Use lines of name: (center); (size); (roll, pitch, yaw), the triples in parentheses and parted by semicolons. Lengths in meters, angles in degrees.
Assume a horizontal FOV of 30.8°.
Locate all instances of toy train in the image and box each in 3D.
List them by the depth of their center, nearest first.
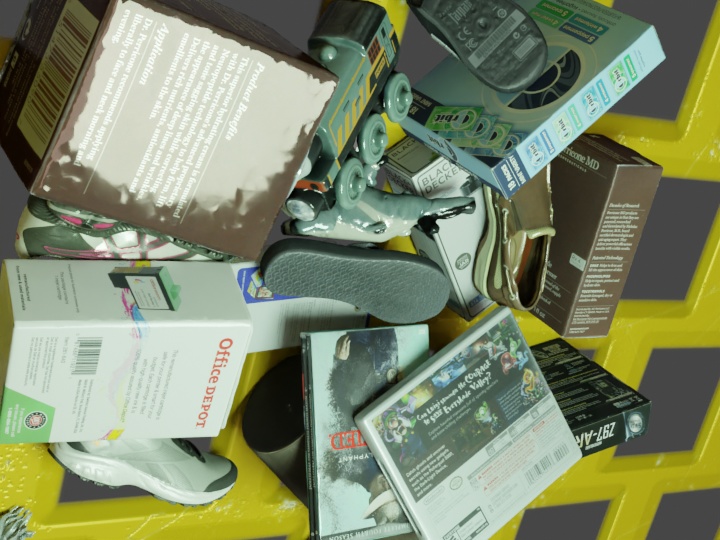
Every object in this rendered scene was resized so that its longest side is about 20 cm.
toy train: (-0.022, -0.141, 1.141); (0.200, 0.085, 0.114); (-63, 148, -30)

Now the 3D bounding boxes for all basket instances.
basket: (-0.016, 0.182, 1.329); (0.180, 0.136, 0.200); (-34, 128, 19)

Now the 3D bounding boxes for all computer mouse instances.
computer mouse: (0.103, -0.263, 1.179); (0.200, 0.046, 0.141); (39, 91, -5)

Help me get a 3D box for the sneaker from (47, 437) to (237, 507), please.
sneaker: (-0.193, 0.169, 1.240); (0.200, 0.074, 0.080); (22, 96, -40)

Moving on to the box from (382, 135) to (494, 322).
box: (0.107, -0.060, 1.324); (0.116, 0.060, 0.200); (-34, 129, -15)

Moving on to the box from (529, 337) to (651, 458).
box: (0.189, 0.149, 1.429); (0.199, 0.160, 0.044); (-15, 121, -28)

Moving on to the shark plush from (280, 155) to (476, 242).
shark plush: (0.008, -0.069, 1.205); (0.199, 0.091, 0.084); (5, 89, 3)

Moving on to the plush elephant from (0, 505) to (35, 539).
plush elephant: (-0.358, 0.295, 1.139); (0.199, 0.155, 0.165); (-20, 125, -23)

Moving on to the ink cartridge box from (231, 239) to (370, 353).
ink cartridge box: (-0.078, 0.025, 1.260); (0.199, 0.039, 0.100); (-5, 117, -31)

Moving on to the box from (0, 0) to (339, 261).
box: (-0.159, -0.133, 1.023); (0.200, 0.164, 0.166); (18, 105, -35)

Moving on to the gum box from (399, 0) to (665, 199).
gum box: (0.151, -0.175, 1.218); (0.200, 0.170, 0.045); (-42, 131, -7)

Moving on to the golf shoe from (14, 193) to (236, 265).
golf shoe: (-0.202, -0.032, 1.135); (0.200, 0.077, 0.088); (17, 125, -37)

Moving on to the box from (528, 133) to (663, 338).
box: (0.239, -0.037, 1.401); (0.075, 0.100, 0.201); (1, 113, -35)

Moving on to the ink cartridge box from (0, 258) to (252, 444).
ink cartridge box: (-0.208, 0.069, 1.121); (0.199, 0.084, 0.145); (1, 132, -23)

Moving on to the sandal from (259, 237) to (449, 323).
sandal: (0.000, -0.001, 1.241); (0.200, 0.043, 0.076); (15, 125, -28)

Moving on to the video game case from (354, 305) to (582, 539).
video game case: (0.110, 0.163, 1.280); (0.200, 0.023, 0.182); (-35, 106, -25)

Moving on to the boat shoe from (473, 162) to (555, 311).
boat shoe: (0.164, -0.055, 1.276); (0.074, 0.075, 0.203); (-14, 121, -29)

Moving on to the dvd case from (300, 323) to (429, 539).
dvd case: (0.010, 0.154, 1.250); (0.146, 0.022, 0.201); (-1, 90, -37)
